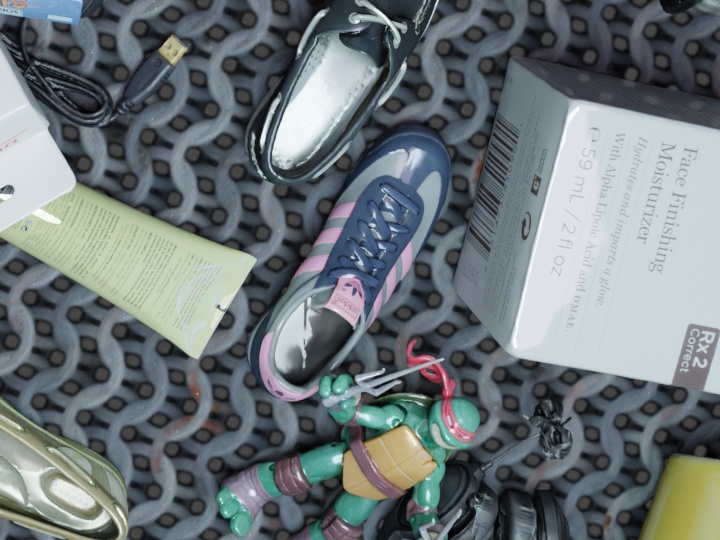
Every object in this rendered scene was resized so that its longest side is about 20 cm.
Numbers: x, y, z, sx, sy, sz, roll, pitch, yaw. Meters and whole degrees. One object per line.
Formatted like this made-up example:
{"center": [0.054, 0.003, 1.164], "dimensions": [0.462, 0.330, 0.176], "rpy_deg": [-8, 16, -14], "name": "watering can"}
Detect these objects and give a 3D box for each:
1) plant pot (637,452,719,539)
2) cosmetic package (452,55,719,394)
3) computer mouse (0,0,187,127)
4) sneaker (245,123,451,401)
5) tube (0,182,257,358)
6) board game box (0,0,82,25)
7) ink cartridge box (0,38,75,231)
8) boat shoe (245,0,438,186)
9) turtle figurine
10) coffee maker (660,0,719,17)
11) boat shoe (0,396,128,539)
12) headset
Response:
{"center": [0.254, 0.223, 1.554], "dimensions": [0.200, 0.201, 0.189], "rpy_deg": [10, 87, -12], "name": "plant pot"}
{"center": [0.185, -0.026, 1.487], "dimensions": [0.200, 0.165, 0.165], "rpy_deg": [10, 102, -13], "name": "cosmetic package"}
{"center": [-0.156, -0.184, 1.450], "dimensions": [0.140, 0.046, 0.200], "rpy_deg": [35, 95, -14], "name": "computer mouse"}
{"center": [0.000, 0.000, 1.503], "dimensions": [0.070, 0.082, 0.200], "rpy_deg": [29, 96, -13], "name": "sneaker"}
{"center": [-0.169, -0.019, 1.490], "dimensions": [0.200, 0.052, 0.058], "rpy_deg": [28, 138, -19], "name": "tube"}
{"center": [-0.253, -0.224, 1.367], "dimensions": [0.200, 0.034, 0.136], "rpy_deg": [9, 70, -8], "name": "board game box"}
{"center": [-0.266, -0.112, 1.397], "dimensions": [0.116, 0.068, 0.200], "rpy_deg": [-31, 81, -2], "name": "ink cartridge box"}
{"center": [-0.001, -0.138, 1.481], "dimensions": [0.076, 0.060, 0.200], "rpy_deg": [27, 97, -15], "name": "boat shoe"}
{"center": [0.012, 0.129, 1.507], "dimensions": [0.200, 0.101, 0.150], "rpy_deg": [-32, 94, 29], "name": "turtle figurine"}
{"center": [0.311, -0.226, 1.480], "dimensions": [0.200, 0.135, 0.192], "rpy_deg": [16, 99, -14], "name": "coffee maker"}
{"center": [-0.240, 0.121, 1.498], "dimensions": [0.200, 0.063, 0.073], "rpy_deg": [30, 96, -15], "name": "boat shoe"}
{"center": [0.086, 0.173, 1.554], "dimensions": [0.123, 0.094, 0.200], "rpy_deg": [20, 110, -15], "name": "headset"}
